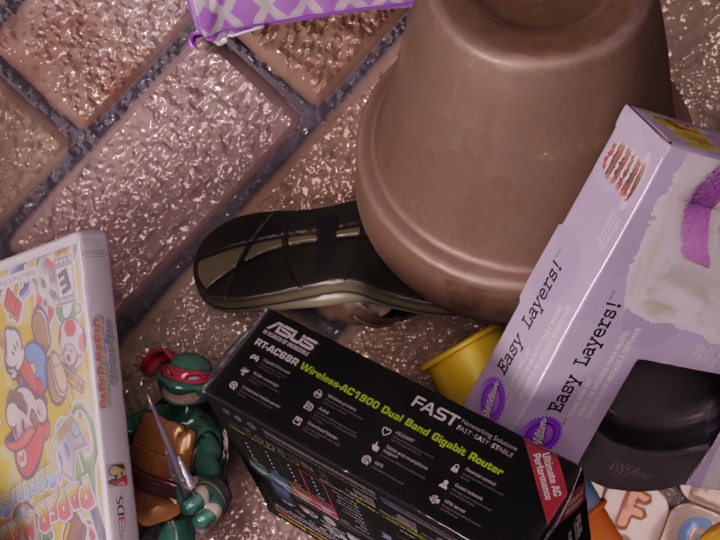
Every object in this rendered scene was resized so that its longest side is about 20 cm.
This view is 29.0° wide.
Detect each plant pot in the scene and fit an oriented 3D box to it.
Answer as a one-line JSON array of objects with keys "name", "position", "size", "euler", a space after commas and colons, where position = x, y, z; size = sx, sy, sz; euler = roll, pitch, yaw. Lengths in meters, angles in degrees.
[{"name": "plant pot", "position": [0.090, -0.096, 0.747], "size": [0.199, 0.175, 0.201], "euler": [-2, 59, 3]}]

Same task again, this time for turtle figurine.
[{"name": "turtle figurine", "position": [-0.120, 0.121, 0.805], "size": [0.149, 0.100, 0.201], "euler": [16, 99, 39]}]

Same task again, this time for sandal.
[{"name": "sandal", "position": [-0.001, -0.001, 0.837], "size": [0.200, 0.057, 0.080], "euler": [0, 57, 18]}]

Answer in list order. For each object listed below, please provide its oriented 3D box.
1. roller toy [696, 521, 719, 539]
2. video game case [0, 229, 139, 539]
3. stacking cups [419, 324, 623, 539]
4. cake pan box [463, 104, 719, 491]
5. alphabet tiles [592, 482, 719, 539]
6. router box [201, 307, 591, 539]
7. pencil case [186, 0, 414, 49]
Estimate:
[{"name": "roller toy", "position": [0.260, 0.238, 0.746], "size": [0.199, 0.140, 0.183], "euler": [15, 84, -9]}, {"name": "video game case", "position": [-0.193, 0.085, 0.788], "size": [0.023, 0.200, 0.183], "euler": [-1, 81, -42]}, {"name": "stacking cups", "position": [0.106, 0.129, 0.803], "size": [0.060, 0.061, 0.201], "euler": [-28, 86, 0]}, {"name": "cake pan box", "position": [0.174, 0.026, 0.734], "size": [0.184, 0.052, 0.201], "euler": [14, 116, -26]}, {"name": "alphabet tiles", "position": [0.151, 0.173, 0.827], "size": [0.199, 0.015, 0.196], "euler": [21, 85, 6]}, {"name": "router box", "position": [0.025, 0.118, 0.740], "size": [0.199, 0.150, 0.062], "euler": [26, 64, 26]}, {"name": "pencil case", "position": [-0.016, -0.186, 0.842], "size": [0.199, 0.084, 0.086], "euler": [-7, 89, 2]}]
